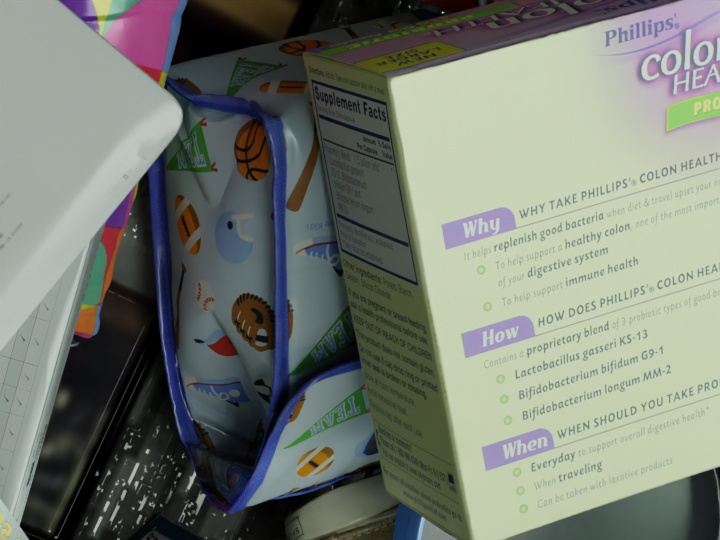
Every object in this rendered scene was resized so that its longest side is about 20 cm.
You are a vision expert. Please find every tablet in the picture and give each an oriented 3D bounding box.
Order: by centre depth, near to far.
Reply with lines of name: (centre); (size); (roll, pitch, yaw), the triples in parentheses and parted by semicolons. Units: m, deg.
tablet: (-0.178, -0.026, 1.053); (0.130, 0.014, 0.200); (39, 92, -3)

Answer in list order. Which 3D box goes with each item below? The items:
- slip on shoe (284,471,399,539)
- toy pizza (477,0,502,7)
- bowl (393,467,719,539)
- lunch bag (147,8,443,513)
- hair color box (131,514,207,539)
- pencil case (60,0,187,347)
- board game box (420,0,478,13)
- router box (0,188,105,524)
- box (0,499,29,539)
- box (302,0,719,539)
slip on shoe: (0.064, 0.107, 1.273); (0.199, 0.076, 0.061); (-20, 76, -16)
toy pizza: (0.138, -0.121, 1.217); (0.199, 0.032, 0.202); (2, 86, -34)
bowl: (0.105, 0.126, 1.233); (0.199, 0.039, 0.202); (-4, 100, -25)
lunch bag: (0.000, 0.000, 1.221); (0.169, 0.124, 0.201); (-14, 115, -35)
hair color box: (-0.038, 0.187, 1.195); (0.060, 0.200, 0.100); (-43, 120, -17)
pencil case: (-0.129, -0.066, 1.146); (0.088, 0.088, 0.201); (14, 92, -34)
board game box: (0.100, -0.180, 1.252); (0.199, 0.040, 0.154); (17, 69, -32)
router box: (-0.215, 0.047, 1.088); (0.178, 0.049, 0.201); (17, 93, -2)
box: (-0.223, 0.087, 0.990); (0.200, 0.158, 0.048); (59, 27, -31)
box: (0.088, -0.012, 1.125); (0.175, 0.097, 0.201); (-17, 106, -19)
